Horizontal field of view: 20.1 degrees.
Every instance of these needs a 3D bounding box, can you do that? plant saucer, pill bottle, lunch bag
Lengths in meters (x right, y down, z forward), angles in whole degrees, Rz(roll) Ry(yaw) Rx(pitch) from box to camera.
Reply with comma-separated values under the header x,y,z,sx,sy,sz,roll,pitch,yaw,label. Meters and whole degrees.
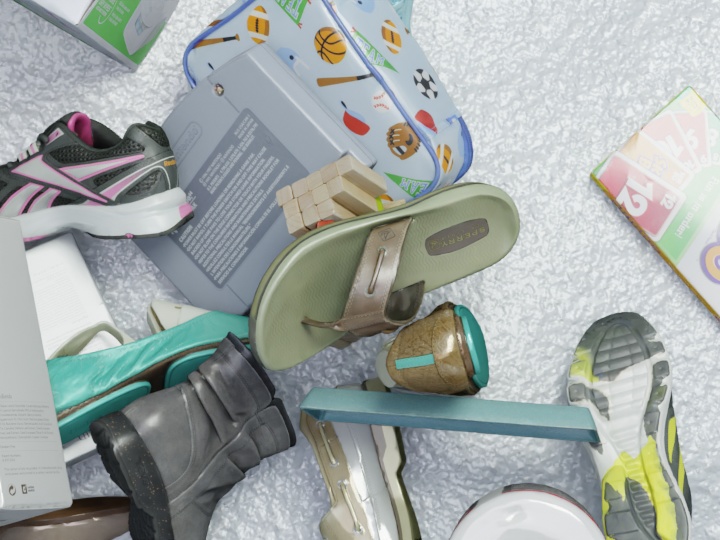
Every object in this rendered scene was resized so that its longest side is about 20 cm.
x,y,z,sx,sy,sz,roll,pitch,yaw,label
0.062,0.097,1.369,0.199,0.070,0.019,5,80,10,plant saucer
0.111,0.198,1.353,0.110,0.200,0.111,0,86,5,pill bottle
-0.028,-0.116,1.419,0.160,0.076,0.200,-33,91,37,lunch bag

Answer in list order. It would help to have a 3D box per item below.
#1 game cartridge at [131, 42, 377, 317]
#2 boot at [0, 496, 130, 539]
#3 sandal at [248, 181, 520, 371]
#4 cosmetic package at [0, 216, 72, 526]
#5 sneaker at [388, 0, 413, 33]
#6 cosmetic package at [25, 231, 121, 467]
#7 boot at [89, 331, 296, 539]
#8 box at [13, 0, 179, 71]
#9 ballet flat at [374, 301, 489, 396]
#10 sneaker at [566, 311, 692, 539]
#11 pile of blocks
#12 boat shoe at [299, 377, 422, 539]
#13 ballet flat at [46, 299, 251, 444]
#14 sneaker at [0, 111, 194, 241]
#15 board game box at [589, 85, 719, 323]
x,y,z,sx,sy,sz,roll,pitch,yaw,label
-0.086,-0.061,1.417,0.133,0.040,0.200,45,130,3,game cartridge
-0.245,0.244,1.450,0.199,0.070,0.147,-7,91,6,boot
0.018,0.002,1.292,0.200,0.057,0.080,-26,125,-13,sandal
-0.271,0.070,1.342,0.107,0.085,0.201,-16,78,25,cosmetic package
0.004,-0.194,1.447,0.074,0.082,0.201,1,89,6,sneaker
-0.264,0.082,1.434,0.199,0.052,0.151,-24,82,-19,cosmetic package
-0.098,0.149,1.410,0.131,0.201,0.070,-30,44,-19,boot
-0.223,-0.234,1.411,0.176,0.200,0.097,31,90,5,box
0.047,0.059,1.368,0.072,0.200,0.068,-14,89,5,ballet flat
0.190,0.128,1.420,0.074,0.085,0.201,-9,64,11,sneaker
0.000,0.000,1.373,0.082,0.200,0.062,-15,62,0,pile of blocks
0.005,0.179,1.431,0.068,0.075,0.201,-12,75,5,boat shoe
-0.150,0.058,1.414,0.199,0.067,0.071,-20,70,-22,ballet flat
-0.210,-0.069,1.436,0.199,0.080,0.087,-2,100,21,sneaker
0.265,-0.026,1.446,0.095,0.030,0.200,-41,86,1,board game box
